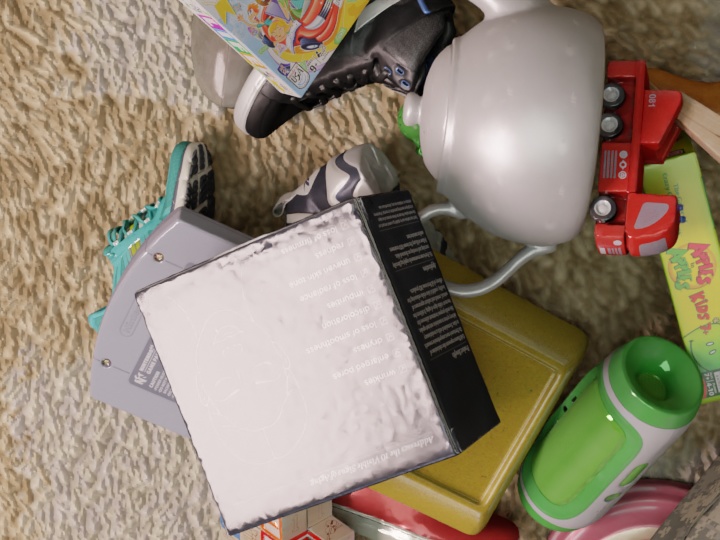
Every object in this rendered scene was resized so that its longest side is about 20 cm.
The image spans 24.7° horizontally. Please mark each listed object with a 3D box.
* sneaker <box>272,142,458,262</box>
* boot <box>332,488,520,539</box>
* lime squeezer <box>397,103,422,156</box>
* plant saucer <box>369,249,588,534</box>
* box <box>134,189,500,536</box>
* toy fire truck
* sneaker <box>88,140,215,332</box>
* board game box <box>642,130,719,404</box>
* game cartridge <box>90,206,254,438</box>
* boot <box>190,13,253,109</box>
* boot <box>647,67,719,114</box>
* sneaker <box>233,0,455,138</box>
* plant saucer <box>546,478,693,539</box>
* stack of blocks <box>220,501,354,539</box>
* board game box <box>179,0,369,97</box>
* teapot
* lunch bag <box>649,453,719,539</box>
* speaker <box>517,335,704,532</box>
[{"bbox_3d":[0.000,0.000,1.387,0.129,0.080,0.199,-22,119,28],"label":"sneaker"},{"bbox_3d":[0.054,0.168,1.426,0.200,0.072,0.145,17,105,6],"label":"boot"},{"bbox_3d":[0.075,-0.115,1.369,0.071,0.038,0.200,-36,98,-17],"label":"lime squeezer"},{"bbox_3d":[0.073,0.105,1.340,0.200,0.048,0.200,28,94,-22],"label":"plant saucer"},{"bbox_3d":[-0.031,0.067,1.233,0.200,0.124,0.197,-22,87,21],"label":"box"},{"bbox_3d":[0.250,-0.107,1.239,0.141,0.049,0.200,2,74,16],"label":"toy fire truck"},{"bbox_3d":[-0.180,-0.020,1.404,0.080,0.078,0.200,24,107,9],"label":"sneaker"},{"bbox_3d":[0.269,-0.005,1.333,0.048,0.102,0.200,-15,103,10],"label":"board game box"},{"bbox_3d":[-0.144,0.044,1.367,0.133,0.041,0.200,23,120,-14],"label":"game cartridge"},{"bbox_3d":[-0.111,-0.220,1.308,0.068,0.131,0.200,10,106,5],"label":"boot"},{"bbox_3d":[0.333,-0.151,1.310,0.201,0.071,0.144,33,101,-6],"label":"boot"},{"bbox_3d":[-0.007,-0.158,1.326,0.200,0.073,0.112,-47,74,15],"label":"sneaker"},{"bbox_3d":[0.255,0.284,1.441,0.200,0.051,0.201,2,106,7],"label":"plant saucer"},{"bbox_3d":[-0.064,0.221,1.409,0.115,0.059,0.200,27,128,40],"label":"stack of blocks"},{"bbox_3d":[-0.040,-0.251,1.244,0.134,0.034,0.200,39,80,-35],"label":"board game box"},{"bbox_3d":[0.105,-0.111,1.268,0.146,0.200,0.198,5,144,1],"label":"teapot"},{"bbox_3d":[0.343,0.220,1.322,0.139,0.168,0.200,45,79,-8],"label":"lunch bag"},{"bbox_3d":[0.201,0.137,1.347,0.088,0.089,0.200,29,139,-1],"label":"speaker"}]
